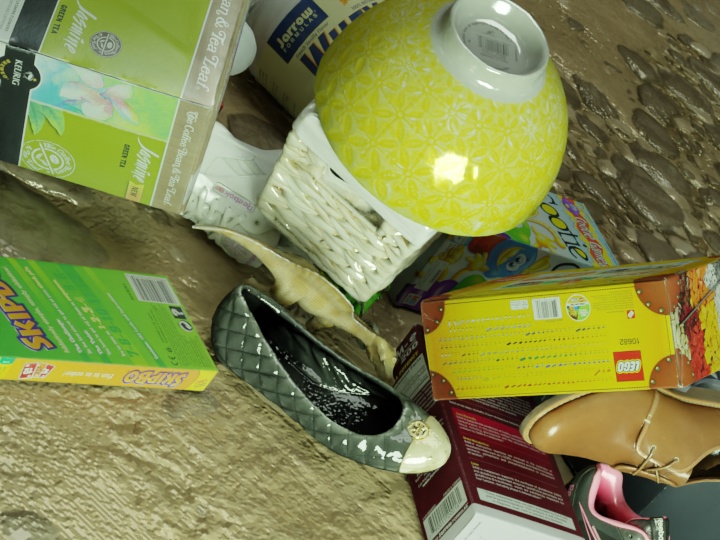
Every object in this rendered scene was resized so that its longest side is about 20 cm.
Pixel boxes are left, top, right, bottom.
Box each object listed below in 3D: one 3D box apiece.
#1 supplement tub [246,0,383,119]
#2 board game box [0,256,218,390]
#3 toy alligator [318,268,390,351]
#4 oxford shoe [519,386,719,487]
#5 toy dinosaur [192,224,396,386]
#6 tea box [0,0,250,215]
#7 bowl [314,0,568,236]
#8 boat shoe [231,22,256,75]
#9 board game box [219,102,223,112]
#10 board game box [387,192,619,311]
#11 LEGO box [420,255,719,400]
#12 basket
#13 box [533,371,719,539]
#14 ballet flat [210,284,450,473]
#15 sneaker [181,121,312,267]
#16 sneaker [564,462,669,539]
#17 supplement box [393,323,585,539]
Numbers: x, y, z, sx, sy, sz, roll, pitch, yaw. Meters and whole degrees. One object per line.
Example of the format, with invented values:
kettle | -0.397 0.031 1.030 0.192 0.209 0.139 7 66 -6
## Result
supplement tub | -0.016 -0.197 1.541 0.200 0.145 0.145 46 29 15
board game box | -0.195 0.035 1.108 0.199 0.030 0.096 11 37 -46
toy alligator | 0.000 0.000 1.355 0.054 0.059 0.201 18 34 -33
oxford shoe | 0.213 0.127 1.234 0.199 0.072 0.072 4 46 -25
toy dinosaur | -0.046 0.008 1.235 0.200 0.058 0.101 39 -15 -18
tea box | -0.188 -0.179 1.216 0.196 0.134 0.201 17 53 -5
bowl | 0.077 -0.136 1.193 0.199 0.108 0.201 15 51 -20
boat shoe | -0.179 -0.227 1.379 0.199 0.072 0.068 18 35 -19
board game box | -0.213 -0.209 1.430 0.151 0.046 0.201 17 35 -35
board game box | 0.119 -0.017 1.474 0.199 0.103 0.105 16 35 -35
LEGO box | 0.167 0.041 1.211 0.149 0.199 0.078 -12 95 -56
basket | 0.031 -0.088 1.288 0.135 0.124 0.200 42 47 5
box | 0.268 0.134 1.425 0.199 0.104 0.183 9 40 -42
ballet flat | -0.022 0.082 1.181 0.199 0.057 0.067 31 46 5
sneaker | -0.107 -0.060 1.303 0.199 0.075 0.100 13 55 -25
sneaker | 0.201 0.228 1.215 0.079 0.095 0.200 10 39 -46
supplement box | 0.089 0.140 1.249 0.108 0.061 0.201 22 33 -28
